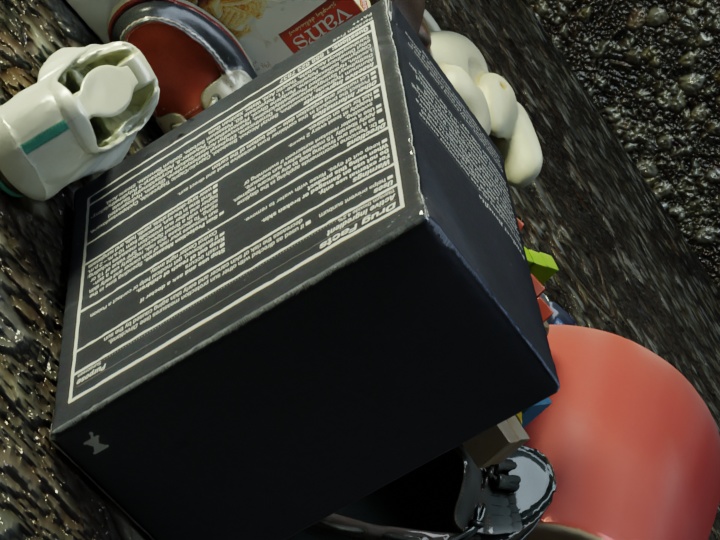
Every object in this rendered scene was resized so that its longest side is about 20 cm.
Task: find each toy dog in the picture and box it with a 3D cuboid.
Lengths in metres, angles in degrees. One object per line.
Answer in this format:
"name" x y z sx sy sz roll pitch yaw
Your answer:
"toy dog" 0.042 -0.147 1.458 0.200 0.139 0.195 21 65 -59

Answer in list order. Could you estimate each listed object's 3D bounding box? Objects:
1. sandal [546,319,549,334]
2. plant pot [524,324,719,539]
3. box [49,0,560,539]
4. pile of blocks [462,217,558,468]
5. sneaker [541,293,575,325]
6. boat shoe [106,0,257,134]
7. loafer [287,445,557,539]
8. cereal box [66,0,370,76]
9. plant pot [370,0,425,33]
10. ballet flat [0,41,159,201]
"sandal" 0.056 0.067 1.042 0.057 0.080 0.201 63 27 -1
"plant pot" 0.123 0.160 1.116 0.201 0.200 0.177 54 25 -18
"box" -0.030 0.008 0.863 0.123 0.200 0.199 51 18 -30
"pile of blocks" 0.084 0.024 0.975 0.082 0.062 0.200 33 30 -25
"sneaker" 0.121 0.091 1.362 0.070 0.108 0.200 45 21 -42
"boat shoe" -0.086 -0.085 1.119 0.200 0.071 0.063 54 18 -36
"loafer" 0.031 0.118 0.933 0.200 0.063 0.072 -5 63 -36
"cereal box" -0.103 -0.186 1.102 0.200 0.144 0.040 48 19 -33
"plant pot" -0.052 -0.224 1.272 0.198 0.200 0.201 47 18 -60
"ballet flat" -0.138 -0.086 0.950 0.070 0.069 0.200 57 15 -10
